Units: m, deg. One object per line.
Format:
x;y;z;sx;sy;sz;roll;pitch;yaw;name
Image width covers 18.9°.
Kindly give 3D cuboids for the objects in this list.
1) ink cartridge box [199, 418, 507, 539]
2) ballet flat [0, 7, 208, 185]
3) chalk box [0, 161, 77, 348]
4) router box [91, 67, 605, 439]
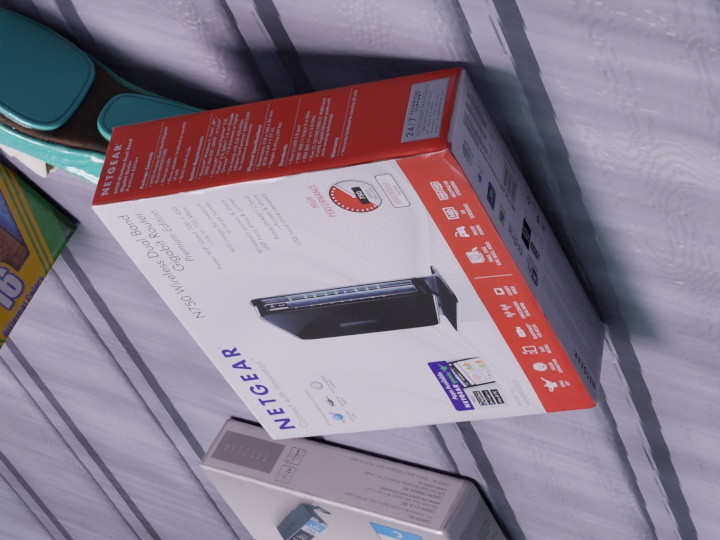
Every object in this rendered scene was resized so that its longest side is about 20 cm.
0.014;0.179;1.420;0.199;0.045;0.177;11;149;36;ink cartridge box
-0.136;-0.066;1.075;0.199;0.068;0.071;24;140;10;ballet flat
-0.292;-0.034;1.256;0.200;0.124;0.124;44;153;-26;chalk box
0.000;0.000;1.015;0.178;0.049;0.200;-8;140;24;router box
